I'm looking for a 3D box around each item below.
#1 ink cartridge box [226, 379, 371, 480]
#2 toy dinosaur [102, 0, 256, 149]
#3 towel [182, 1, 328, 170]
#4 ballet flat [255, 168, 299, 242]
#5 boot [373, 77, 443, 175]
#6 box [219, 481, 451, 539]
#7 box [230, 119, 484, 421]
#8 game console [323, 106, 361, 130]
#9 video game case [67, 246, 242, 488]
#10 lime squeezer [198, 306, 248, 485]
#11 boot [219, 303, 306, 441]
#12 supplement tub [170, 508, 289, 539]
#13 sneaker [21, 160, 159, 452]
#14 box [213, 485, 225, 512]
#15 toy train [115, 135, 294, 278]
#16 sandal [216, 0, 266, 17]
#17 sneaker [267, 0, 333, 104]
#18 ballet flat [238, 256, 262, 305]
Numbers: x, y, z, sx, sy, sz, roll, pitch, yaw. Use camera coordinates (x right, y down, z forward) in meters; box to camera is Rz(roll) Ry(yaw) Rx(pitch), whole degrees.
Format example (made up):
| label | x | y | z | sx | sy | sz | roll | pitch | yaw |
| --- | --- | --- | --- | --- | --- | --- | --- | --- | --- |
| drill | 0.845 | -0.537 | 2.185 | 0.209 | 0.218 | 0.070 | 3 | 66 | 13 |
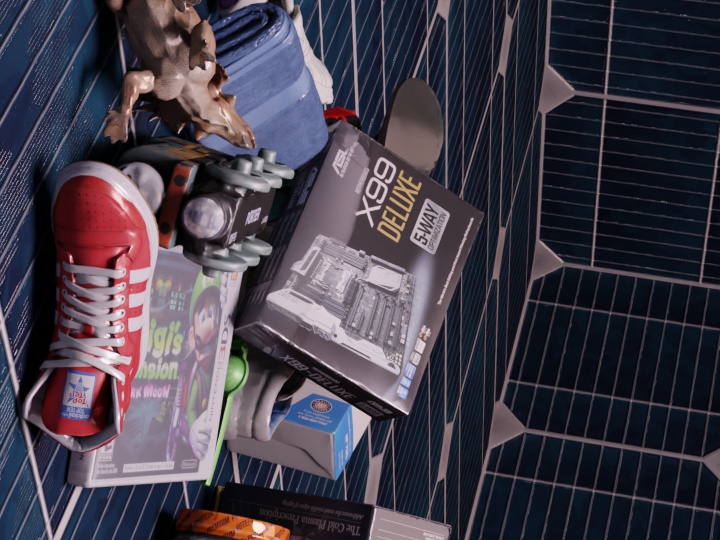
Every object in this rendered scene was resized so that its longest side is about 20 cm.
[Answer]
| label | x | y | z | sx | sy | sz | roll | pitch | yaw |
| --- | --- | --- | --- | --- | --- | --- | --- | --- | --- |
| ink cartridge box | -0.037 | 0.097 | 1.858 | 0.200 | 0.116 | 0.067 | -57 | 154 | -44 |
| toy dinosaur | -0.135 | -0.166 | 1.325 | 0.136 | 0.086 | 0.201 | -80 | 160 | -76 |
| towel | -0.089 | -0.133 | 1.521 | 0.049 | 0.111 | 0.200 | 56 | -6 | 26 |
| ballet flat | -0.088 | -0.050 | 1.673 | 0.200 | 0.075 | 0.064 | -51 | 160 | -64 |
| boot | -0.009 | -0.090 | 1.875 | 0.069 | 0.174 | 0.201 | 12 | 89 | -37 |
| box | -0.040 | 0.292 | 1.709 | 0.104 | 0.200 | 0.183 | 20 | 77 | -42 |
| box | 0.000 | 0.000 | 1.615 | 0.050 | 0.158 | 0.200 | -19 | -138 | 56 |
| game console | -0.035 | -0.044 | 1.745 | 0.177 | 0.031 | 0.201 | -31 | 126 | -77 |
| video game case | -0.150 | 0.070 | 1.468 | 0.200 | 0.023 | 0.183 | 11 | 88 | -68 |
| lime squeezer | -0.115 | 0.070 | 1.583 | 0.071 | 0.038 | 0.201 | -34 | 120 | -67 |
| boot | -0.090 | 0.085 | 1.690 | 0.200 | 0.095 | 0.074 | -66 | 162 | -54 |
| supplement tub | -0.123 | 0.306 | 1.622 | 0.123 | 0.122 | 0.201 | 57 | 43 | -74 |
| sneaker | -0.177 | 0.032 | 1.265 | 0.113 | 0.071 | 0.200 | -75 | 170 | -46 |
| box | -0.116 | 0.311 | 1.864 | 0.160 | 0.049 | 0.201 | 46 | 53 | -80 |
| toy train | -0.117 | -0.051 | 1.368 | 0.200 | 0.114 | 0.086 | -45 | 152 | -80 |
| sandal | -0.076 | -0.295 | 1.579 | 0.050 | 0.082 | 0.203 | 33 | 58 | -30 |
| sneaker | -0.066 | -0.192 | 1.666 | 0.200 | 0.078 | 0.100 | -22 | 117 | -79 |
| ballet flat | -0.085 | 0.000 | 1.718 | 0.200 | 0.070 | 0.071 | -73 | 168 | -67 |
